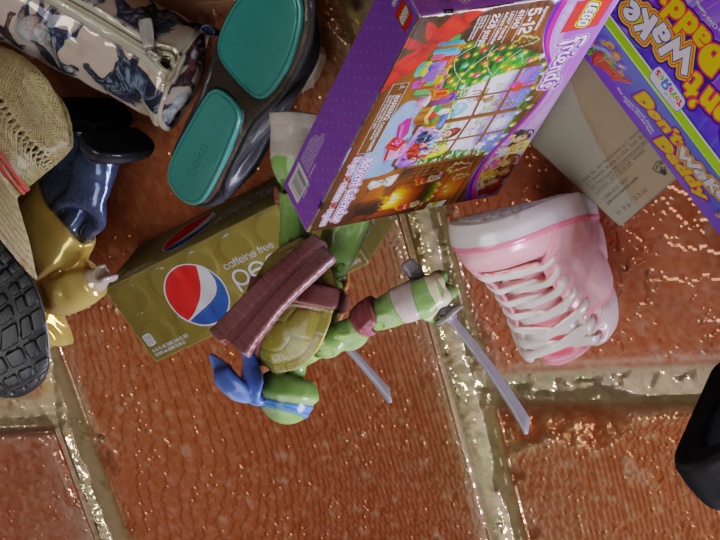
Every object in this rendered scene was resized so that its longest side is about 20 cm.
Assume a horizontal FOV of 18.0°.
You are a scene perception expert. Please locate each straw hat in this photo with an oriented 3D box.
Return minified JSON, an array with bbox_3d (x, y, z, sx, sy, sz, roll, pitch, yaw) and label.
[{"bbox_3d":[-0.240,-0.100,1.504,0.085,0.201,0.201,-35,107,-5],"label":"straw hat"}]

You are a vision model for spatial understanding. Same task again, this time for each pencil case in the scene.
[{"bbox_3d":[-0.195,-0.171,1.497,0.200,0.078,0.089,29,162,3],"label":"pencil case"}]

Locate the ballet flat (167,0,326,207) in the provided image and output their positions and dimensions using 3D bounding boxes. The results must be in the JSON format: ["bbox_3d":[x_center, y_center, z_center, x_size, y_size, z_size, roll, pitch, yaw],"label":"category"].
[{"bbox_3d":[-0.066,-0.124,1.488,0.073,0.073,0.200,31,127,1],"label":"ballet flat"}]

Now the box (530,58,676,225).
[{"bbox_3d":[0.121,-0.134,1.390,0.200,0.095,0.078,42,125,-9],"label":"box"}]

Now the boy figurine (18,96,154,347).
[{"bbox_3d":[-0.206,-0.017,1.582,0.124,0.064,0.200,47,128,39],"label":"boy figurine"}]

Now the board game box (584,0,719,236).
[{"bbox_3d":[0.227,-0.113,1.335,0.200,0.134,0.045,50,159,-14],"label":"board game box"}]

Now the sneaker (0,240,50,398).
[{"bbox_3d":[-0.267,-0.009,1.565,0.076,0.088,0.200,-29,92,6],"label":"sneaker"}]

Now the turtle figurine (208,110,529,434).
[{"bbox_3d":[0.000,0.000,1.439,0.199,0.144,0.195,4,92,-12],"label":"turtle figurine"}]

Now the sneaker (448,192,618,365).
[{"bbox_3d":[0.114,0.008,1.403,0.075,0.200,0.105,-11,88,19],"label":"sneaker"}]

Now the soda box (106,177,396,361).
[{"bbox_3d":[-0.077,-0.011,1.564,0.200,0.064,0.068,-25,108,32],"label":"soda box"}]

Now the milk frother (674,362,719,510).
[{"bbox_3d":[0.317,0.102,1.402,0.200,0.188,0.181,36,128,-3],"label":"milk frother"}]

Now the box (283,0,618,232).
[{"bbox_3d":[0.050,-0.103,1.286,0.039,0.136,0.200,63,148,25],"label":"box"}]
